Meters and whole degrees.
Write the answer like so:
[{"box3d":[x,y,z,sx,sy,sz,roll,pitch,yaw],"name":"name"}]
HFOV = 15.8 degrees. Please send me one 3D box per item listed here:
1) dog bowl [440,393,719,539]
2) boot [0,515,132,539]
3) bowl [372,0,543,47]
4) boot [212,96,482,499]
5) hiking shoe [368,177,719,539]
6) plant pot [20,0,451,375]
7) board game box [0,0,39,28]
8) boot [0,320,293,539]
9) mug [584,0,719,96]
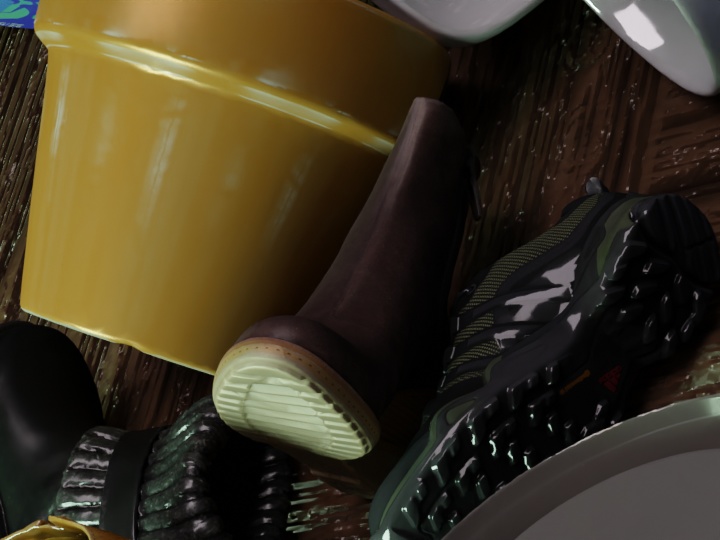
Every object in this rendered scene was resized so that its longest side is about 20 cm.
[{"box3d":[0.107,0.125,0.959,0.200,0.059,0.200,-27,19,10],"name":"dog bowl"},{"box3d":[-0.062,0.149,1.096,0.201,0.144,0.071,-12,52,39],"name":"boot"},{"box3d":[0.042,-0.219,1.276,0.200,0.200,0.075,-44,-3,-15],"name":"bowl"},{"box3d":[0.000,0.000,1.121,0.072,0.200,0.167,12,76,15],"name":"boot"},{"box3d":[0.069,0.048,1.121,0.200,0.076,0.101,-49,25,-9],"name":"hiking shoe"},{"box3d":[-0.078,-0.049,1.259,0.200,0.200,0.184,16,86,51],"name":"plant pot"},{"box3d":[-0.105,-0.174,1.370,0.200,0.152,0.045,-23,69,54],"name":"board game box"},{"box3d":[-0.113,0.085,1.253,0.158,0.079,0.211,-36,49,29],"name":"boot"},{"box3d":[0.154,-0.206,1.149,0.175,0.148,0.200,-42,72,-4],"name":"mug"}]
